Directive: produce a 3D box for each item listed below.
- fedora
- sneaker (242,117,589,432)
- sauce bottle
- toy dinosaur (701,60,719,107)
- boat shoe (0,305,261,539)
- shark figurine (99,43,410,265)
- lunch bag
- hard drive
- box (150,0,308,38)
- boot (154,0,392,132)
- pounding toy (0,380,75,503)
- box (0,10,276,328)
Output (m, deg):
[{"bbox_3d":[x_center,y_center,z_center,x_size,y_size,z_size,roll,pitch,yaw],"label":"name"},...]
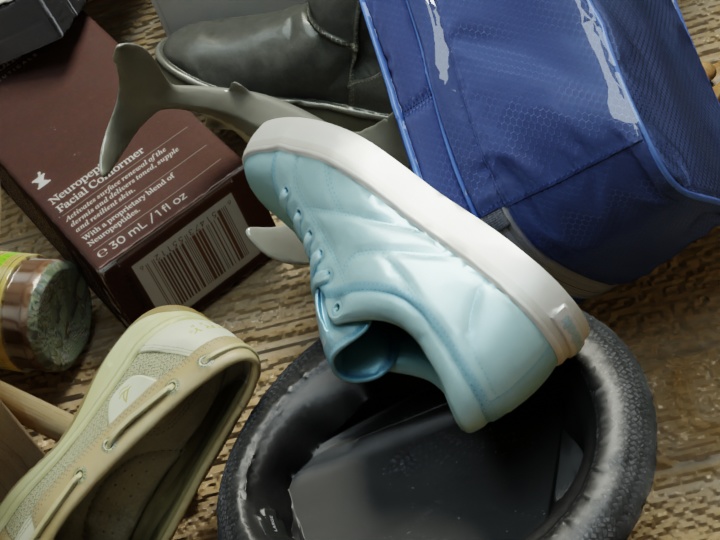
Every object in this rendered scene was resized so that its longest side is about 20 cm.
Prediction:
[{"bbox_3d":[0.040,0.102,0.747,0.199,0.092,0.202,-14,49,17],"label":"fedora"},{"bbox_3d":[0.000,0.000,0.732,0.082,0.074,0.200,-44,47,-15],"label":"sneaker"},{"bbox_3d":[-0.247,0.017,0.938,0.199,0.065,0.065,4,54,21],"label":"sauce bottle"},{"bbox_3d":[0.160,-0.081,0.892,0.199,0.061,0.106,-22,23,-5],"label":"toy dinosaur"},{"bbox_3d":[-0.113,0.113,0.775,0.063,0.073,0.201,26,82,52],"label":"boat shoe"},{"bbox_3d":[-0.022,-0.060,0.853,0.089,0.214,0.128,-42,13,47],"label":"shark figurine"},{"bbox_3d":[0.082,-0.088,0.817,0.132,0.136,0.201,-28,67,27],"label":"lunch bag"},{"bbox_3d":[-0.217,-0.177,1.047,0.139,0.038,0.200,-19,29,23],"label":"hard drive"},{"bbox_3d":[-0.033,-0.221,1.018,0.199,0.107,0.153,-18,42,4],"label":"box"},{"bbox_3d":[-0.017,-0.178,0.909,0.181,0.201,0.073,9,33,3],"label":"boot"},{"bbox_3d":[-0.221,0.069,0.826,0.199,0.185,0.142,22,62,42],"label":"pounding toy"},{"bbox_3d":[-0.141,-0.058,0.958,0.100,0.075,0.200,-37,48,-13],"label":"box"}]
